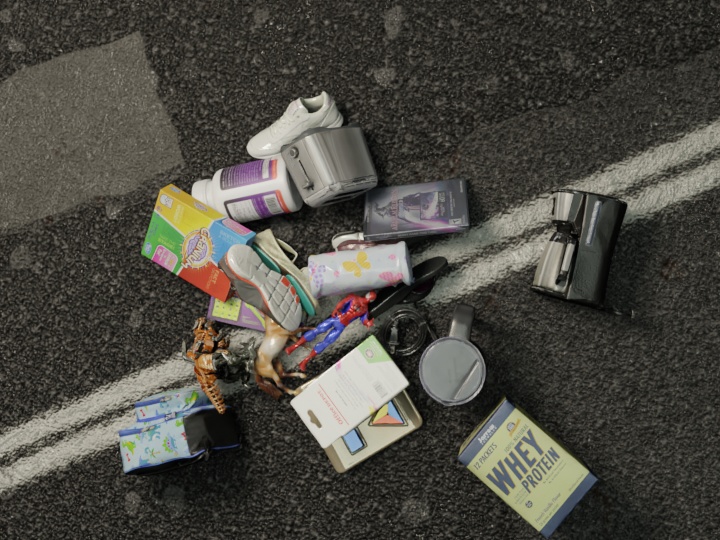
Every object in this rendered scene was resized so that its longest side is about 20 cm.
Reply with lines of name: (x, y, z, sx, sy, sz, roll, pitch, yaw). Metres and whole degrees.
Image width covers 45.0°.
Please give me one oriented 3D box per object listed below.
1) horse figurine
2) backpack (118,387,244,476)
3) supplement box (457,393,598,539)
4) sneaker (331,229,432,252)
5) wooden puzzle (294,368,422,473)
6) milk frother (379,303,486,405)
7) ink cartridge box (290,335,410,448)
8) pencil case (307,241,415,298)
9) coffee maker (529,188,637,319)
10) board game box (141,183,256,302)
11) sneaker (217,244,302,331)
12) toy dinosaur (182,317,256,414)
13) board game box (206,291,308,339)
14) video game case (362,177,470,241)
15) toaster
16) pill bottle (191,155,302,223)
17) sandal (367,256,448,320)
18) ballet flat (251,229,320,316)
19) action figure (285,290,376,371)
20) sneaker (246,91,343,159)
horse figurine: (-0.154, 0.157, 1.682, 0.132, 0.050, 0.201, 24, 99, 0)
backpack: (-0.356, 0.304, 1.658, 0.199, 0.183, 0.148, -19, 80, 16)
supplement box: (0.292, 0.339, 1.547, 0.199, 0.200, 0.134, 40, 92, 10)
sneaker: (0.048, -0.026, 1.681, 0.198, 0.076, 0.117, -6, 97, 12)
wooden puzzle: (-0.007, 0.265, 1.674, 0.199, 0.046, 0.186, -31, 83, 6)
milk frother: (0.127, 0.152, 1.590, 0.198, 0.188, 0.182, -7, 85, 8)
ink cartridge box: (-0.019, 0.227, 1.625, 0.199, 0.067, 0.117, -37, 82, 0)
pencil case: (0.000, 0.000, 1.614, 0.198, 0.091, 0.084, -8, 74, 4)
coffee maker: (0.425, -0.035, 1.601, 0.191, 0.135, 0.202, 15, 90, -14)
board game box: (-0.315, -0.052, 1.682, 0.199, 0.040, 0.154, 29, 119, 9)
sneaker: (-0.190, 0.037, 1.637, 0.082, 0.077, 0.200, -25, 109, 44)
toy dinosaur: (-0.274, 0.181, 1.666, 0.135, 0.102, 0.202, 2, 71, -20)
board game box: (-0.198, 0.058, 1.726, 0.198, 0.032, 0.121, 12, 92, 8)
video game case: (0.105, -0.116, 1.651, 0.198, 0.019, 0.144, -5, 43, 8)
toaster: (-0.050, -0.201, 1.658, 0.113, 0.199, 0.130, -23, 86, 40)
pill bottle: (-0.221, -0.153, 1.698, 0.198, 0.111, 0.112, -10, 85, 13)
sandal: (0.089, 0.040, 1.671, 0.200, 0.075, 0.048, -35, 110, 13)
ballet flat: (-0.132, -0.002, 1.679, 0.062, 0.067, 0.200, -40, 84, -26)
action figure: (-0.046, 0.109, 1.610, 0.200, 0.099, 0.065, -41, 99, 1)
sneaker: (-0.137, -0.289, 1.700, 0.199, 0.100, 0.075, -25, 53, 1)
